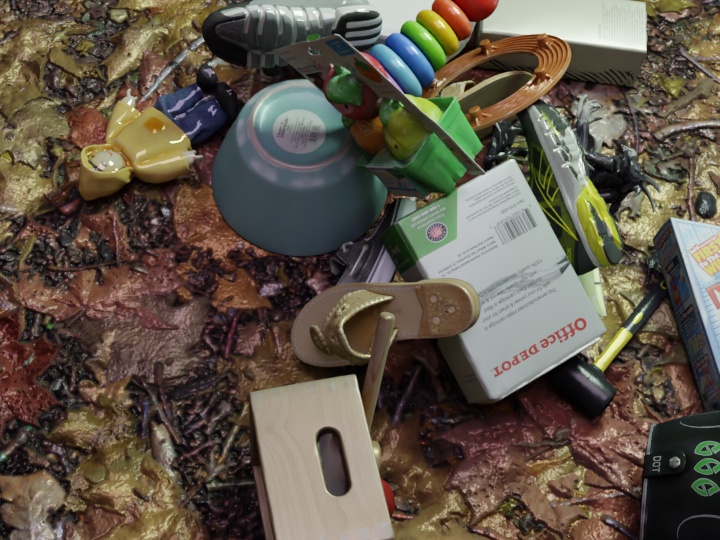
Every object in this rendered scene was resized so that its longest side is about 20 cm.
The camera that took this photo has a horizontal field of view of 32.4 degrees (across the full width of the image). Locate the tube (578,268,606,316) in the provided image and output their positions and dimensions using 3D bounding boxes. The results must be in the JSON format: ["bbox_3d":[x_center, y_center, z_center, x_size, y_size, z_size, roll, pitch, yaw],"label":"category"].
[{"bbox_3d":[0.163,0.019,1.317,0.197,0.059,0.052,-4,22,-10],"label":"tube"}]

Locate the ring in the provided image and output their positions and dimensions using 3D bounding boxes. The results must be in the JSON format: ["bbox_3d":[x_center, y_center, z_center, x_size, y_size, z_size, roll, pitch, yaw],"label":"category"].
[{"bbox_3d":[0.133,-0.207,1.348,0.199,0.019,0.201,-23,29,13],"label":"ring"}]

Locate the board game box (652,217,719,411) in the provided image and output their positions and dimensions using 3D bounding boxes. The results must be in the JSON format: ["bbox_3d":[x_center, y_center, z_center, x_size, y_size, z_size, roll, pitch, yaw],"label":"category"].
[{"bbox_3d":[0.408,0.022,1.309,0.198,0.062,0.201,-22,73,-16],"label":"board game box"}]

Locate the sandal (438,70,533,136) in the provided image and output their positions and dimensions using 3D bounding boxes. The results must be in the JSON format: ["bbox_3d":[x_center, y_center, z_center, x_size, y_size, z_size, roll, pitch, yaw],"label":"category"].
[{"bbox_3d":[0.102,-0.186,1.412,0.211,0.078,0.070,-31,52,-18],"label":"sandal"}]

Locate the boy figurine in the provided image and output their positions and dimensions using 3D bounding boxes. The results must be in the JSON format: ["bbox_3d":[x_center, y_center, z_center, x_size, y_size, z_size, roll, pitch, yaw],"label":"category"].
[{"bbox_3d":[-0.234,-0.151,1.370,0.199,0.065,0.124,-35,70,-23],"label":"boy figurine"}]

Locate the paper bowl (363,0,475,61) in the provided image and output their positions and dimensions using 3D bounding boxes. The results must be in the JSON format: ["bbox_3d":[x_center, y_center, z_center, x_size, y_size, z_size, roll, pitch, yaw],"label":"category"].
[{"bbox_3d":[0.042,-0.319,1.463,0.198,0.105,0.203,2,60,-3],"label":"paper bowl"}]

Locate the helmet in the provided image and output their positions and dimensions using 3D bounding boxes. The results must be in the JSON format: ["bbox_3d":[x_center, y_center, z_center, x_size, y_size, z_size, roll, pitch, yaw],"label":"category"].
[{"bbox_3d":[0.358,0.223,1.143,0.188,0.201,0.202,4,58,18],"label":"helmet"}]

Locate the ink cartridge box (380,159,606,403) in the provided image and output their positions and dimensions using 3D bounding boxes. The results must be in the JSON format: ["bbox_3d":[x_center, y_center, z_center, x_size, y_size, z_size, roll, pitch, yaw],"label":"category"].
[{"bbox_3d":[0.132,0.014,1.244,0.146,0.083,0.202,-27,87,-14],"label":"ink cartridge box"}]

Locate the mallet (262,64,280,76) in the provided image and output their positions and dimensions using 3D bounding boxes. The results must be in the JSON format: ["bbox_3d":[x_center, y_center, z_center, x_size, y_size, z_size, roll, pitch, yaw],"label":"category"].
[{"bbox_3d":[-0.105,-0.281,1.424,0.065,0.042,0.201,6,38,5],"label":"mallet"}]

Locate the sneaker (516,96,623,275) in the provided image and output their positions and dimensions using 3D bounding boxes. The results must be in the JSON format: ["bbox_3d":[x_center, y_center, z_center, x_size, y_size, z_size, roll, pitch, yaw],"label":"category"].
[{"bbox_3d":[0.197,-0.084,1.290,0.074,0.084,0.202,-3,68,-58],"label":"sneaker"}]

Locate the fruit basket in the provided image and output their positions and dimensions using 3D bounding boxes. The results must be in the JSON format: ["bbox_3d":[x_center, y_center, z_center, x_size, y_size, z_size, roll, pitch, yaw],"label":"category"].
[{"bbox_3d":[0.012,-0.153,1.216,0.199,0.185,0.094,34,82,-22],"label":"fruit basket"}]

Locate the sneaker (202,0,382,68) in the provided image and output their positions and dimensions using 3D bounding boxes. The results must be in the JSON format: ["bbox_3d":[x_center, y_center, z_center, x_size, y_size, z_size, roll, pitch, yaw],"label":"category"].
[{"bbox_3d":[-0.084,-0.283,1.339,0.198,0.075,0.116,-6,49,-21],"label":"sneaker"}]

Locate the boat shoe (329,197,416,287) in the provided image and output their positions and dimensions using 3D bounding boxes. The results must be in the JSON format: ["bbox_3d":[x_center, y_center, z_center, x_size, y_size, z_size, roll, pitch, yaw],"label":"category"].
[{"bbox_3d":[0.000,0.000,1.297,0.070,0.072,0.201,23,63,4],"label":"boat shoe"}]

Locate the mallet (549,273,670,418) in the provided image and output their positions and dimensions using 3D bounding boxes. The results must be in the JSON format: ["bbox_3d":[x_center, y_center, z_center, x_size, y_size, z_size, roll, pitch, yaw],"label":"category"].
[{"bbox_3d":[0.268,0.065,1.305,0.065,0.041,0.200,32,59,9],"label":"mallet"}]

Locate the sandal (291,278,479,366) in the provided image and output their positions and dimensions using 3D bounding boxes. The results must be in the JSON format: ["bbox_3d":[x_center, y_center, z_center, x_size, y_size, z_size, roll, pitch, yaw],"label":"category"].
[{"bbox_3d":[0.006,0.050,1.180,0.210,0.069,0.079,-13,92,28],"label":"sandal"}]

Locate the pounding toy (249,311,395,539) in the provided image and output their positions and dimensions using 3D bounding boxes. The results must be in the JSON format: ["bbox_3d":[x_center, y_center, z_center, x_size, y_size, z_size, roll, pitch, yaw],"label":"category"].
[{"bbox_3d":[-0.024,0.176,1.131,0.140,0.185,0.202,-9,61,-9],"label":"pounding toy"}]

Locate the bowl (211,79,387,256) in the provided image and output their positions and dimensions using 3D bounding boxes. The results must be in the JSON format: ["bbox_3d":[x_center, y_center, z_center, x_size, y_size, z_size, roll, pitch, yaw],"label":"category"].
[{"bbox_3d":[-0.064,-0.128,1.347,0.198,0.105,0.203,2,60,-4],"label":"bowl"}]

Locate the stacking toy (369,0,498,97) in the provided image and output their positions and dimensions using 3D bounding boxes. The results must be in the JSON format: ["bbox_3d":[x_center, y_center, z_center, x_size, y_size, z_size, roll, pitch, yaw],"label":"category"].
[{"bbox_3d":[0.073,-0.245,1.342,0.200,0.085,0.085,-42,70,-1],"label":"stacking toy"}]

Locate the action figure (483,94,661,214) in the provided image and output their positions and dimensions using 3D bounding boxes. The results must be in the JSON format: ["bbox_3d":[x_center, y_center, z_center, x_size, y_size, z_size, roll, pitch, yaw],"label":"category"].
[{"bbox_3d":[0.241,-0.133,1.369,0.198,0.119,0.103,18,67,12],"label":"action figure"}]

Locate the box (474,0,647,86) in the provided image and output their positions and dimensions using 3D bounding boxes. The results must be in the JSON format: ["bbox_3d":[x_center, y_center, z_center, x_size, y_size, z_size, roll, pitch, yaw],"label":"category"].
[{"bbox_3d":[0.237,-0.281,1.477,0.197,0.069,0.083,8,60,1],"label":"box"}]
